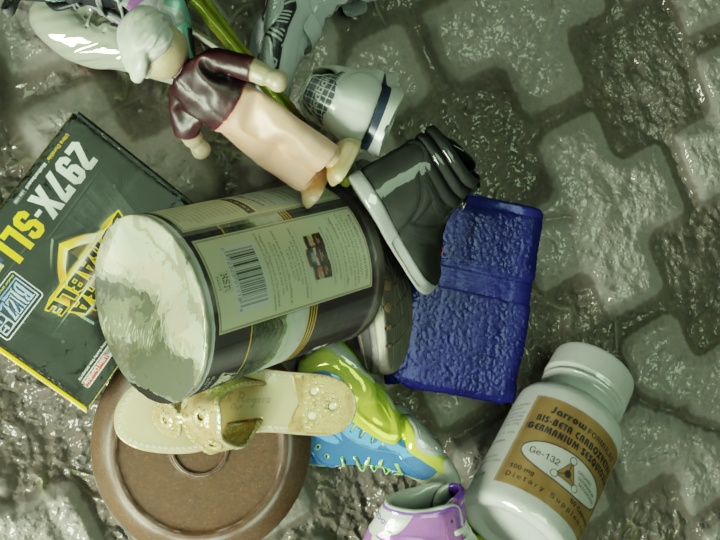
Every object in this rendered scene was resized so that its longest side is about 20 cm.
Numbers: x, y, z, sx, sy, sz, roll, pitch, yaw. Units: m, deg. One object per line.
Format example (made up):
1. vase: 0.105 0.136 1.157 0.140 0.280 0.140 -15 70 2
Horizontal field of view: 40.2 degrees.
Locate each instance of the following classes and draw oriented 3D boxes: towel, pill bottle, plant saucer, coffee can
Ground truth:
1. towel: 0.101 0.024 0.981 0.145 0.049 0.204 11 83 -16
2. towel: -0.074 -0.155 0.832 0.018 0.086 0.200 -40 112 3
3. pill bottle: 0.190 0.174 0.958 0.114 0.114 0.201 44 59 -14
4. plant saucer: -0.141 0.153 0.864 0.196 0.034 0.205 0 86 -4
5. coffee can: -0.097 0.010 0.814 0.198 0.145 0.149 -16 94 -46

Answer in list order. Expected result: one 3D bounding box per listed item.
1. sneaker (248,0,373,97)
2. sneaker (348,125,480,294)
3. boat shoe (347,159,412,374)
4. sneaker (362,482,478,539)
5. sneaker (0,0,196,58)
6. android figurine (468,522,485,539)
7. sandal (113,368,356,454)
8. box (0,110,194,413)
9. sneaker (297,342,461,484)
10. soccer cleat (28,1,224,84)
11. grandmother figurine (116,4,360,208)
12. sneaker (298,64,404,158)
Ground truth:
1. sneaker: -0.038 -0.241 0.918 0.113 0.075 0.204 9 86 -20
2. sneaker: 0.065 -0.049 0.849 0.098 0.200 0.071 -33 61 2
3. boat shoe: 0.000 0.000 0.925 0.074 0.072 0.204 20 60 -61
4. sneaker: 0.098 0.258 0.897 0.197 0.073 0.116 18 101 -22
5. sneaker: -0.222 -0.225 0.801 0.138 0.078 0.202 -22 62 -12
6. android figurine: 0.111 0.323 0.977 0.197 0.041 0.186 -16 95 -21
7. sandal: -0.105 0.113 0.819 0.207 0.070 0.079 -2 85 -5
8. box: -0.243 -0.008 0.850 0.159 0.049 0.201 38 76 -14
9. sneaker: 0.002 0.162 0.932 0.105 0.076 0.200 -44 96 -4
10. soccer cleat: -0.189 -0.200 0.859 0.197 0.077 0.071 19 82 -19
11. grandmother figurine: -0.102 -0.127 0.755 0.199 0.121 0.061 36 35 -23
12. sneaker: -0.013 -0.152 0.865 0.079 0.200 0.078 19 97 -7
